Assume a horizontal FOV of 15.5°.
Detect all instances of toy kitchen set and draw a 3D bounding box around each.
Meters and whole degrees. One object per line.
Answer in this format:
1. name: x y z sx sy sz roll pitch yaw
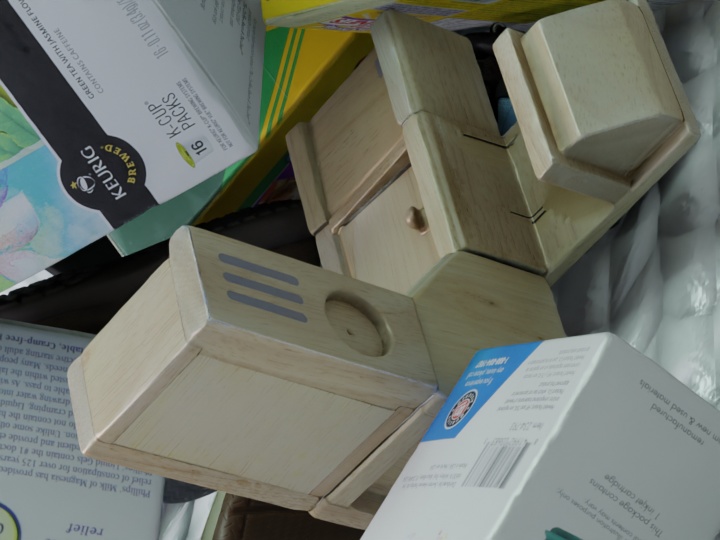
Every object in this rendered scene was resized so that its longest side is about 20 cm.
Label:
1. toy kitchen set: 0.003 -0.039 0.957 0.163 0.180 0.201 -46 43 33

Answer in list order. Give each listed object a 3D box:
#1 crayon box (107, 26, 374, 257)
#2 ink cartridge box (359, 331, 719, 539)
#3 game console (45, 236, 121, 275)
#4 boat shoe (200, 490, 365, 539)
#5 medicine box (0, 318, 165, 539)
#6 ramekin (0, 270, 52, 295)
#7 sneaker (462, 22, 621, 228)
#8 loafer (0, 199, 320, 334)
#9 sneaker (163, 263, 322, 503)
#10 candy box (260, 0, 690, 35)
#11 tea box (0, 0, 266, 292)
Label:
1. crayon box: -0.007 -0.075 1.243 0.173 0.058 0.200 -48 -23 26
2. ink cartridge box: 0.032 0.121 0.836 0.201 0.067 0.116 -58 13 -14
3. game console: -0.091 -0.037 1.377 0.176 0.116 0.201 79 -147 -54
4. boat shoe: -0.043 0.133 1.058 0.203 0.075 0.075 -63 10 -30
5. medicine box: -0.145 0.153 1.074 0.183 0.102 0.201 110 166 -52
6. ramekin: -0.152 0.035 1.475 0.203 0.094 0.202 -49 -9 -10
7. sneaker: 0.071 -0.076 1.136 0.079 0.090 0.200 -55 13 -4
8. loafer: -0.105 0.032 1.142 0.199 0.071 0.073 -20 6 -2
9. sneaker: -0.030 0.034 1.237 0.200 0.076 0.114 -38 -6 -4
10. candy box: 0.057 -0.119 1.105 0.102 0.027 0.200 -9 -3 35
11. tea box: -0.152 -0.098 1.078 0.196 0.134 0.200 -29 26 15
